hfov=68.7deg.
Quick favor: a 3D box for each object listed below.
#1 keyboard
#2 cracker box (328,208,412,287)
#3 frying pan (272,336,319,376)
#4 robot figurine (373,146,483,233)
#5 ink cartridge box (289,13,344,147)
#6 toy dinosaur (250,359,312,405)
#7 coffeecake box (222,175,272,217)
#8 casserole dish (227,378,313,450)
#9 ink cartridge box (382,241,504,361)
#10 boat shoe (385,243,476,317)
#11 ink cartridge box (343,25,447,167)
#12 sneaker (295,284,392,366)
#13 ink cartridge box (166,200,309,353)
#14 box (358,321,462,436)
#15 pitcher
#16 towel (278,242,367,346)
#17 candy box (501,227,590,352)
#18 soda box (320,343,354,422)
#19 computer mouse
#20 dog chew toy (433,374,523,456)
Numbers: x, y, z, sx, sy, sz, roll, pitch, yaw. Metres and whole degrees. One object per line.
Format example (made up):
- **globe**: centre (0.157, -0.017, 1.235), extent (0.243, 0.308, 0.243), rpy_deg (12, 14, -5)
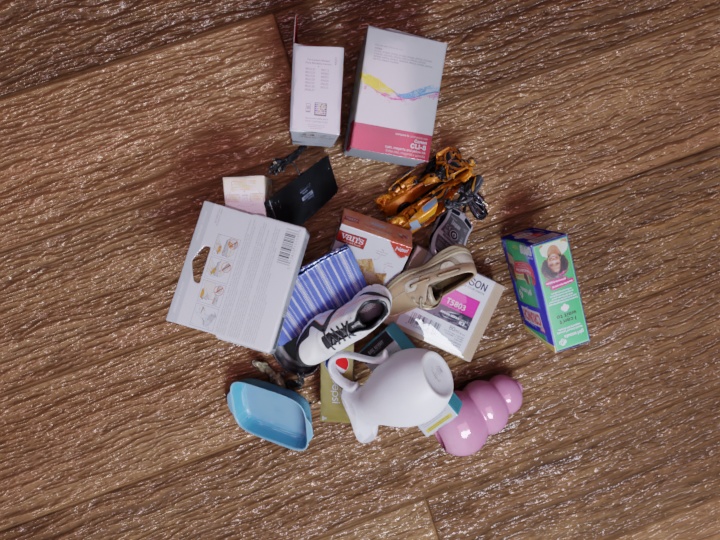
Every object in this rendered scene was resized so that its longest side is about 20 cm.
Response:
- **keyboard**: centre (-0.107, -0.155, 0.926), extent (0.020, 0.200, 0.129), rpy_deg (0, 121, 30)
- **cracker box**: centre (0.000, 0.000, 0.972), extent (0.132, 0.058, 0.202), rpy_deg (17, 125, -7)
- **frying pan**: centre (-0.125, 0.113, 1.004), extent (0.113, 0.031, 0.193), rpy_deg (7, 111, 22)
- **robot figurine**: centre (0.128, -0.150, 0.976), extent (0.199, 0.146, 0.058), rpy_deg (-36, 137, 10)
- **ink cartridge box**: centre (-0.076, -0.312, 0.899), extent (0.082, 0.200, 0.179), rpy_deg (3, 98, -7)
- **toy dinosaur**: centre (-0.136, 0.245, 1.030), extent (0.087, 0.047, 0.202), rpy_deg (-17, 107, 41)
- **coffeecake box**: centre (-0.192, -0.062, 0.941), extent (0.072, 0.154, 0.204), rpy_deg (-3, 98, -5)
- **casserole dish**: centre (-0.166, 0.267, 1.000), extent (0.197, 0.039, 0.123), rpy_deg (10, 116, 25)
- **ink cartridge box**: centre (0.156, 0.060, 1.033), extent (0.197, 0.075, 0.167), rpy_deg (23, 95, -7)
- **boat shoe**: centre (0.112, 0.033, 0.923), extent (0.199, 0.065, 0.071), rpy_deg (-37, 134, 25)
- **ink cartridge box**: centre (0.057, -0.302, 0.942), extent (0.142, 0.145, 0.204), rpy_deg (8, 96, -7)
- **sneaker**: centre (-0.031, 0.095, 0.897), extent (0.199, 0.080, 0.074), rpy_deg (-38, 100, 2)
- **ink cartridge box**: centre (-0.190, 0.010, 0.831), extent (0.171, 0.044, 0.203), rpy_deg (16, 83, 5)
- **box**: centre (0.092, 0.201, 0.977), extent (0.082, 0.049, 0.201), rpy_deg (-42, 86, 26)
- **pitcher**: centre (0.044, 0.191, 0.902), extent (0.199, 0.121, 0.173), rpy_deg (-33, 95, 36)
- **towel**: centre (-0.084, 0.049, 0.905), extent (0.198, 0.024, 0.146), rpy_deg (-29, 138, -3)
- **candy box**: centre (0.347, 0.030, 1.001), extent (0.076, 0.169, 0.203), rpy_deg (-18, 98, 0)
- **soda box**: centre (-0.043, 0.187, 1.005), extent (0.063, 0.068, 0.203), rpy_deg (2, 111, 1)
- **computer mouse**: centre (0.174, -0.086, 0.999), extent (0.109, 0.044, 0.201), rpy_deg (41, 58, -15)
- **dog chew toy**: centre (0.236, 0.278, 1.050), extent (0.198, 0.124, 0.126), rpy_deg (-28, 99, -11)
